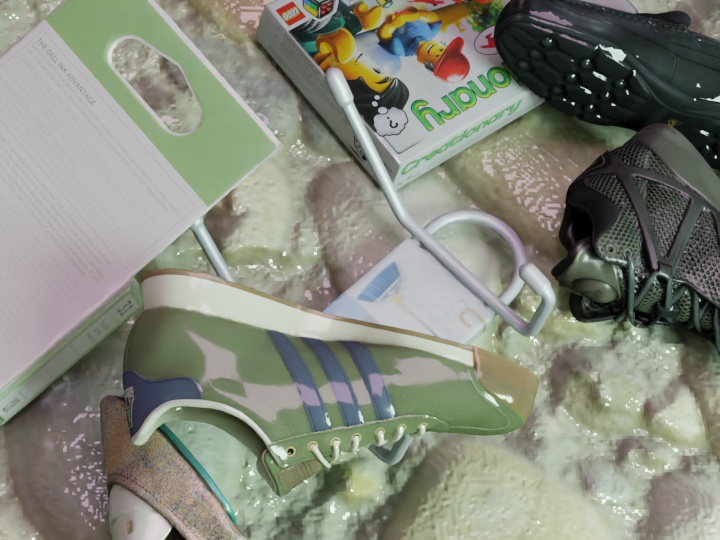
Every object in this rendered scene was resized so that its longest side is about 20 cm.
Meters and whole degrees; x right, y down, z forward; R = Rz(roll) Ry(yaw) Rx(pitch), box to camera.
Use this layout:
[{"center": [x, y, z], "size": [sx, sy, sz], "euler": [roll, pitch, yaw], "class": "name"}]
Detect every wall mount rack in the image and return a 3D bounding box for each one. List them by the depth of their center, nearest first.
[{"center": [0.000, 0.000, 1.191], "size": [0.174, 0.075, 0.200], "euler": [43, 61, 13], "class": "wall mount rack"}]

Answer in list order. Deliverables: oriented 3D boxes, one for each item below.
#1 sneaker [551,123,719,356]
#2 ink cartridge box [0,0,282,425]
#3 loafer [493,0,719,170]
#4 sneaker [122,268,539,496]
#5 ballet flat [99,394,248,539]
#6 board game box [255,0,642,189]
[{"center": [0.179, 0.017, 1.231], "size": [0.114, 0.076, 0.200], "euler": [-29, 67, -25], "class": "sneaker"}, {"center": [-0.155, -0.041, 1.156], "size": [0.200, 0.048, 0.146], "euler": [-40, 73, -7], "class": "ink cartridge box"}, {"center": [0.164, -0.117, 1.294], "size": [0.199, 0.068, 0.071], "euler": [20, 56, -23], "class": "loafer"}, {"center": [-0.020, 0.068, 1.086], "size": [0.199, 0.067, 0.090], "euler": [15, 72, -3], "class": "sneaker"}, {"center": [-0.077, 0.145, 1.095], "size": [0.067, 0.068, 0.200], "euler": [-38, 72, -22], "class": "ballet flat"}, {"center": [0.055, -0.141, 1.317], "size": [0.199, 0.035, 0.126], "euler": [-32, 72, -28], "class": "board game box"}]
